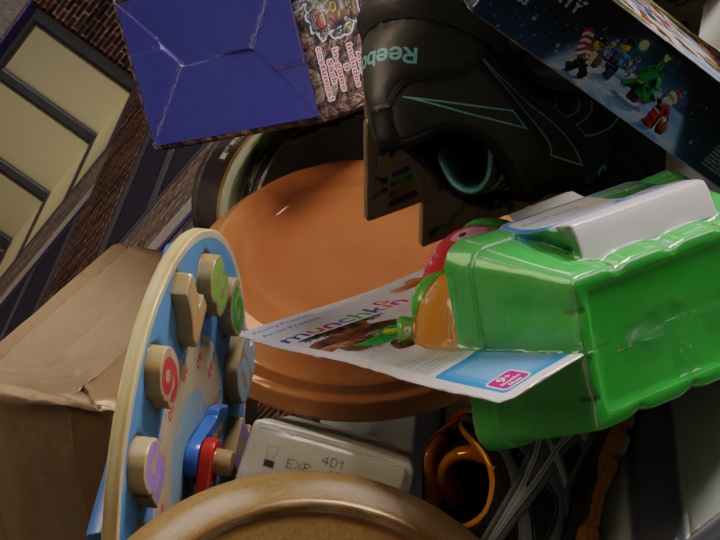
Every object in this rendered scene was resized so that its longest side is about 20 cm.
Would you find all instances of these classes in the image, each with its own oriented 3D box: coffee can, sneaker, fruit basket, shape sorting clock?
[{"bbox_3d":[-0.022,-0.037,1.111,0.147,0.146,0.200,-56,17,-5],"label":"coffee can"},{"bbox_3d":[0.068,0.082,0.744,0.078,0.077,0.200,-45,17,35],"label":"sneaker"},{"bbox_3d":[0.070,-0.060,0.778,0.075,0.200,0.080,-17,59,44],"label":"sneaker"},{"bbox_3d":[0.070,0.006,0.721,0.185,0.094,0.200,-18,19,-30],"label":"fruit basket"},{"bbox_3d":[-0.075,0.082,0.738,0.200,0.039,0.201,7,-90,-84],"label":"shape sorting clock"}]

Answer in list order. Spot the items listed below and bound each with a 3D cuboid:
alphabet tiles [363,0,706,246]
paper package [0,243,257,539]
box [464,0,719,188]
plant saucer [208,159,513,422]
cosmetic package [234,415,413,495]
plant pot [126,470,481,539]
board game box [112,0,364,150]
[{"bbox_3d":[0.090,-0.094,0.849,0.199,0.167,0.006,-21,49,-19],"label":"alphabet tiles"},{"bbox_3d":[-0.138,0.110,0.988,0.191,0.103,0.201,-50,-33,-56],"label":"paper package"},{"bbox_3d":[0.108,-0.104,0.730,0.038,0.200,0.137,-50,33,17],"label":"box"},{"bbox_3d":[0.000,0.000,0.920,0.201,0.199,0.038,-73,-14,-47],"label":"plant saucer"},{"bbox_3d":[-0.021,0.124,0.768,0.200,0.071,0.106,56,-130,-86],"label":"cosmetic package"},{"bbox_3d":[-0.017,0.163,0.610,0.028,0.199,0.200,103,-169,-61],"label":"plant pot"},{"bbox_3d":[-0.019,-0.152,1.031,0.159,0.097,0.200,-4,14,46],"label":"board game box"}]
